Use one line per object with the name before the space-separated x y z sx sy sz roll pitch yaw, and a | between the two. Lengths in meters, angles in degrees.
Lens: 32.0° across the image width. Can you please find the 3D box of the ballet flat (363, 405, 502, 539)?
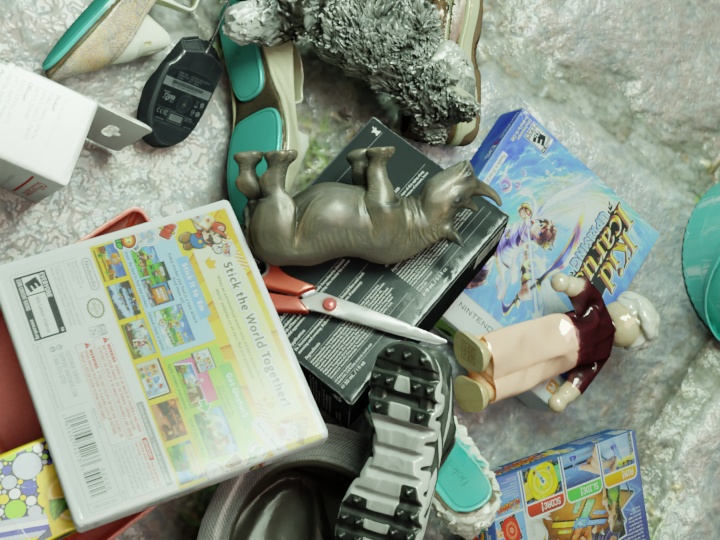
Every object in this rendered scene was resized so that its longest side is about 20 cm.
ballet flat | 0.049 0.135 1.017 0.072 0.072 0.200 -10 50 -24

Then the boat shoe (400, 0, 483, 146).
boat shoe | 0.059 -0.207 1.063 0.075 0.075 0.203 -2 88 -18

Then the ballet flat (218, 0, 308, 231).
ballet flat | -0.070 -0.125 1.000 0.069 0.069 0.200 1 79 -24

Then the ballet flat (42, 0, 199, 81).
ballet flat | -0.163 -0.210 0.968 0.067 0.068 0.200 40 74 -25

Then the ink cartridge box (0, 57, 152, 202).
ink cartridge box | -0.262 -0.105 0.889 0.200 0.116 0.067 24 78 -21

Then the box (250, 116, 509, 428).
box | 0.000 0.000 0.993 0.141 0.079 0.200 38 71 10

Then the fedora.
fedora | -0.054 0.220 0.978 0.177 0.090 0.200 16 77 -23

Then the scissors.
scissors | -0.034 0.017 0.937 0.200 0.014 0.073 3 66 1

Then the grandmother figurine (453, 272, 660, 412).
grandmother figurine | 0.173 0.057 1.061 0.200 0.061 0.121 -12 121 -28

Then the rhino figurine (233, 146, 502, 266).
rhino figurine | 0.007 -0.048 0.934 0.200 0.060 0.088 -2 95 -6

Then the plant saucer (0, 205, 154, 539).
plant saucer | -0.198 0.086 0.951 0.200 0.037 0.200 -36 101 -21

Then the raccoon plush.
raccoon plush | 0.000 -0.154 0.984 0.200 0.097 0.134 -17 84 -15

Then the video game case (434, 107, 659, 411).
video game case | 0.148 -0.009 1.106 0.181 0.045 0.200 40 72 -18

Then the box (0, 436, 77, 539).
box | -0.185 0.141 0.894 0.200 0.064 0.070 -22 83 -23

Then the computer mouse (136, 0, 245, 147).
computer mouse | -0.121 -0.187 0.969 0.059 0.034 0.200 20 101 -52

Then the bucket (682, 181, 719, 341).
bucket | 0.413 -0.011 1.174 0.207 0.135 0.208 2 86 -23

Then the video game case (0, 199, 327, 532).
video game case | -0.143 0.061 0.885 0.182 0.023 0.200 -18 68 -18

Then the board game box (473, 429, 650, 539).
board game box | 0.174 0.223 1.078 0.200 0.034 0.136 -9 91 -42

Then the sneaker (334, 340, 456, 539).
sneaker | 0.034 0.147 0.938 0.090 0.066 0.200 -8 111 -66
